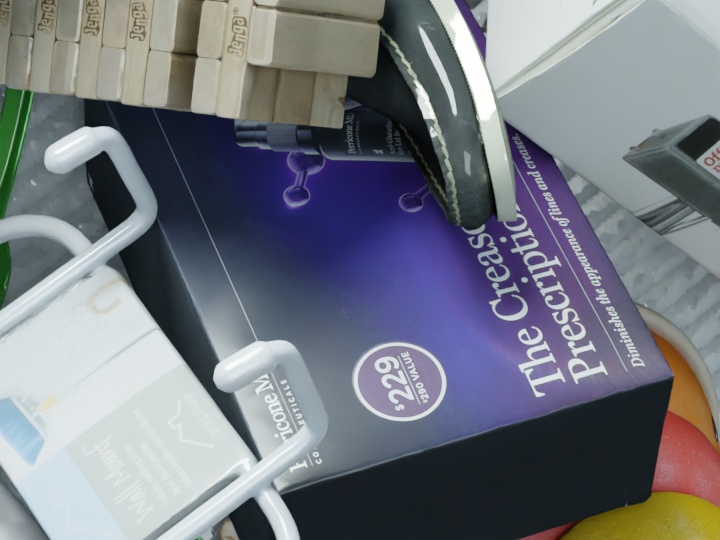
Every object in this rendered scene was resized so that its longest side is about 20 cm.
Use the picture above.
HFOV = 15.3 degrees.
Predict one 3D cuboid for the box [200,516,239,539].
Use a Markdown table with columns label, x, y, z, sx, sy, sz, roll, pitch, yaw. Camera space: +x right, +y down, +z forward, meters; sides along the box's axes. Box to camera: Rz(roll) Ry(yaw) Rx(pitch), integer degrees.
| label | x | y | z | sx | sy | sz | roll | pitch | yaw |
| --- | --- | --- | --- | --- | --- | --- | --- | --- | --- |
| box | -0.053 | 0.170 | 0.990 | 0.075 | 0.050 | 0.202 | -10 | 100 | -17 |

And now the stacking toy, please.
| label | x | y | z | sx | sy | sz | roll | pitch | yaw |
| --- | --- | --- | --- | --- | --- | --- | --- | --- | --- |
| stacking toy | 0.093 | 0.114 | 0.940 | 0.145 | 0.200 | 0.147 | -10 | 123 | -15 |

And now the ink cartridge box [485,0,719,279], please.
| label | x | y | z | sx | sy | sz | roll | pitch | yaw |
| --- | --- | --- | --- | --- | --- | --- | --- | --- | --- |
| ink cartridge box | 0.140 | -0.078 | 0.953 | 0.200 | 0.083 | 0.148 | 34 | 41 | -29 |

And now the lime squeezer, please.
| label | x | y | z | sx | sy | sz | roll | pitch | yaw |
| --- | --- | --- | --- | --- | --- | --- | --- | --- | --- |
| lime squeezer | -0.111 | 0.019 | 0.948 | 0.070 | 0.038 | 0.201 | -19 | 84 | 3 |

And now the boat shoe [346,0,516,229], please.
| label | x | y | z | sx | sy | sz | roll | pitch | yaw |
| --- | --- | --- | --- | --- | --- | --- | --- | --- | --- |
| boat shoe | -0.005 | -0.082 | 0.891 | 0.067 | 0.201 | 0.072 | -24 | 143 | -9 |

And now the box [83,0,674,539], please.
| label | x | y | z | sx | sy | sz | roll | pitch | yaw |
| --- | --- | --- | --- | --- | --- | --- | --- | --- | --- |
| box | 0.000 | 0.000 | 0.914 | 0.140 | 0.201 | 0.079 | -17 | 145 | -14 |

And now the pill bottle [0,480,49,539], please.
| label | x | y | z | sx | sy | sz | roll | pitch | yaw |
| --- | --- | --- | --- | --- | --- | --- | --- | --- | --- |
| pill bottle | -0.189 | 0.156 | 0.879 | 0.113 | 0.114 | 0.201 | 25 | 115 | -18 |

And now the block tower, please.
| label | x | y | z | sx | sy | sz | roll | pitch | yaw |
| --- | --- | --- | --- | --- | --- | --- | --- | --- | --- |
| block tower | -0.089 | -0.084 | 0.876 | 0.058 | 0.199 | 0.054 | 2 | 96 | -52 |

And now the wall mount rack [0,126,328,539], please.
| label | x | y | z | sx | sy | sz | roll | pitch | yaw |
| --- | --- | --- | --- | --- | --- | --- | --- | --- | --- |
| wall mount rack | -0.113 | 0.049 | 0.815 | 0.173 | 0.200 | 0.075 | -36 | 141 | -7 |
